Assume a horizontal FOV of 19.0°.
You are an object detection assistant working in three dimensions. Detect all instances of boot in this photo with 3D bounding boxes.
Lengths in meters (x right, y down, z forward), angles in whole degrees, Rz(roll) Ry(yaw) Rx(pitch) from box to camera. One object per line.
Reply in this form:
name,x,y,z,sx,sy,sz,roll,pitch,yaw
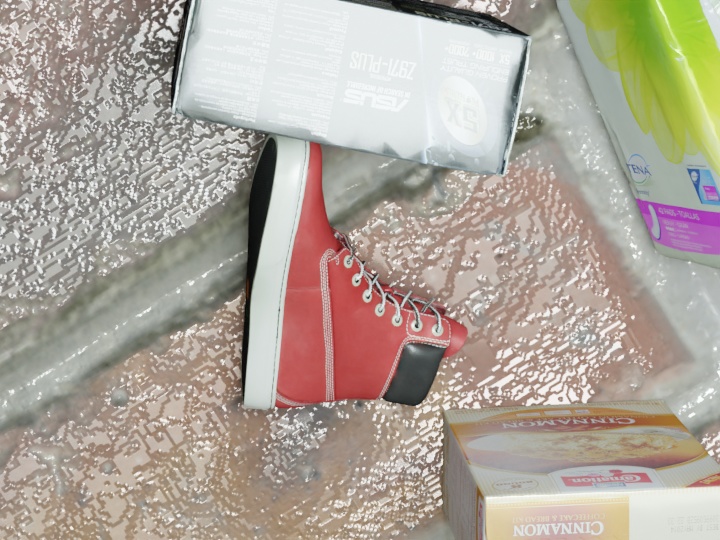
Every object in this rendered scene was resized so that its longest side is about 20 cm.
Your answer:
boot,0.000,0.000,1.361,0.144,0.073,0.201,0,124,-6

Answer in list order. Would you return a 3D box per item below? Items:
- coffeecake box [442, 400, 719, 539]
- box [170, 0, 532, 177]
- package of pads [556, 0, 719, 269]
coffeecake box,0.138,0.143,1.350,0.153,0.200,0.073,-2,101,-5
box,-0.010,-0.126,1.303,0.199,0.164,0.086,10,100,-8
package of pads,0.206,-0.098,1.333,0.068,0.154,0.201,-27,104,-13
